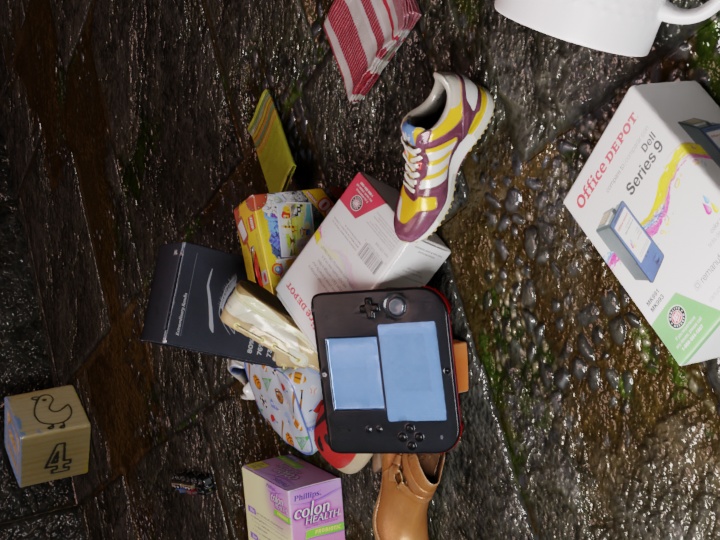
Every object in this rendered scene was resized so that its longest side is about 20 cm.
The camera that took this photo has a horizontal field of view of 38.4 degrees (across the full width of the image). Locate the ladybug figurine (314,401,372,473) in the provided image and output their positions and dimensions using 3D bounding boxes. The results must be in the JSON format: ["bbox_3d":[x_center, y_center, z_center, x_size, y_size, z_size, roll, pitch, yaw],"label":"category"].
[{"bbox_3d":[-0.018,0.212,1.453,0.200,0.071,0.137,121,158,-56],"label":"ladybug figurine"}]

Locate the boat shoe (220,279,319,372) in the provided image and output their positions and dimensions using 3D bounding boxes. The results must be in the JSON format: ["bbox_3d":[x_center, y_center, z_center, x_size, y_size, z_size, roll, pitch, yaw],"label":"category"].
[{"bbox_3d":[-0.095,0.092,1.362,0.067,0.199,0.074,-50,11,14],"label":"boat shoe"}]

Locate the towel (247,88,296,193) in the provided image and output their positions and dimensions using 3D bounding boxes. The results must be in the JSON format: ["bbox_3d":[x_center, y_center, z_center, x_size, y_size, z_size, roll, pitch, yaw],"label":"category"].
[{"bbox_3d":[-0.140,-0.194,1.616,0.201,0.018,0.086,-111,35,-43],"label":"towel"}]

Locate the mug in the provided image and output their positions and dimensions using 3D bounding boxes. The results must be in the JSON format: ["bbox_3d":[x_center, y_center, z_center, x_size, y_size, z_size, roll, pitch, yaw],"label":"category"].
[{"bbox_3d":[0.233,-0.284,0.887,0.199,0.147,0.177,26,115,21],"label":"mug"}]

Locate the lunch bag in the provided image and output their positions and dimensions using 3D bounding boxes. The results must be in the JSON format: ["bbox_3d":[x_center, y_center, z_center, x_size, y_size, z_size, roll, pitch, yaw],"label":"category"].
[{"bbox_3d":[-0.106,0.188,1.607,0.199,0.075,0.162,17,127,57],"label":"lunch bag"}]

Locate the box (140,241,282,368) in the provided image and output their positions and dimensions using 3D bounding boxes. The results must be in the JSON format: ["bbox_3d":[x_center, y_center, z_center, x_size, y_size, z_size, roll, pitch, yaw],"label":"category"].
[{"bbox_3d":[-0.202,0.052,1.510,0.104,0.198,0.150,-2,74,59],"label":"box"}]

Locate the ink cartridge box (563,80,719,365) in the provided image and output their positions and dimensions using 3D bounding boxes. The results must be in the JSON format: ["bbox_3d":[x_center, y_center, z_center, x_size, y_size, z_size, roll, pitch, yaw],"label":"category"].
[{"bbox_3d":[0.282,-0.044,0.891,0.201,0.087,0.146,63,146,33],"label":"ink cartridge box"}]

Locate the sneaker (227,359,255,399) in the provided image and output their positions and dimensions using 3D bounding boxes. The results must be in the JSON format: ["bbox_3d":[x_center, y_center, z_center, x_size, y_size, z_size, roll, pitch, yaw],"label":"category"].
[{"bbox_3d":[-0.190,0.133,1.758,0.201,0.086,0.075,62,147,33],"label":"sneaker"}]

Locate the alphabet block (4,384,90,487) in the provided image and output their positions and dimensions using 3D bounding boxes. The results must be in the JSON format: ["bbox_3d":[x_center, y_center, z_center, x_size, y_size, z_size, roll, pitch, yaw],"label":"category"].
[{"bbox_3d":[-0.900,0.473,2.966,0.196,0.198,0.198,49,137,42],"label":"alphabet block"}]

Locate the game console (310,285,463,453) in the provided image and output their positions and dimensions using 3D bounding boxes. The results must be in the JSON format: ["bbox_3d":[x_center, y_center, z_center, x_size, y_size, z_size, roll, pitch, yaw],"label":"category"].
[{"bbox_3d":[0.031,0.121,1.241,0.175,0.031,0.202,-5,96,18],"label":"game console"}]

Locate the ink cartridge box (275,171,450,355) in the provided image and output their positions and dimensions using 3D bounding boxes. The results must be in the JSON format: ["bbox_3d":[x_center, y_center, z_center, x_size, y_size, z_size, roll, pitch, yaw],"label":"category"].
[{"bbox_3d":[0.000,0.000,1.323,0.201,0.085,0.148,-54,48,19],"label":"ink cartridge box"}]

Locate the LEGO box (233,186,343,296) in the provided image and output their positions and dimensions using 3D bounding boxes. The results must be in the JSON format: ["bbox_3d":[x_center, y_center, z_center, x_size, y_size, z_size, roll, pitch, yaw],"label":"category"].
[{"bbox_3d":[-0.082,-0.008,1.472,0.077,0.148,0.202,-28,73,59],"label":"LEGO box"}]

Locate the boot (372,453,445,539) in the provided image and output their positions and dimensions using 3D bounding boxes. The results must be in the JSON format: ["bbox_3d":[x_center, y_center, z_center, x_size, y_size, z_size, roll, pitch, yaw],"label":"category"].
[{"bbox_3d":[0.071,0.295,1.346,0.155,0.073,0.202,135,125,-59],"label":"boot"}]

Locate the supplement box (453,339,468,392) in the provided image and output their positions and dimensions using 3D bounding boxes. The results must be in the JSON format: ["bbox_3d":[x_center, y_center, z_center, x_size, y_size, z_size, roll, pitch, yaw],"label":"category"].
[{"bbox_3d":[0.057,0.114,1.342,0.199,0.066,0.070,6,102,59],"label":"supplement box"}]

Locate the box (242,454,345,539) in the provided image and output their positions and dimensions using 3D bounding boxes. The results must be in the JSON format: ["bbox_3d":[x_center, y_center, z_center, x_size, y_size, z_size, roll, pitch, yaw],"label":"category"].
[{"bbox_3d":[-0.106,0.421,1.669,0.175,0.096,0.202,6,103,60],"label":"box"}]

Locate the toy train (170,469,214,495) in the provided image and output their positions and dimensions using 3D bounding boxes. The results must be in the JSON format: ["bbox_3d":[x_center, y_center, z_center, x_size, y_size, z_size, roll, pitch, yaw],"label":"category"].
[{"bbox_3d":[-0.353,0.449,2.174,0.199,0.034,0.046,-13,98,60],"label":"toy train"}]

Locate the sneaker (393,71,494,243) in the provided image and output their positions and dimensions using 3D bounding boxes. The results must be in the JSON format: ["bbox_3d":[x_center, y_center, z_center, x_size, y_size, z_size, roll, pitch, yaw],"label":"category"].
[{"bbox_3d":[0.071,-0.130,1.179,0.075,0.090,0.202,36,106,48],"label":"sneaker"}]

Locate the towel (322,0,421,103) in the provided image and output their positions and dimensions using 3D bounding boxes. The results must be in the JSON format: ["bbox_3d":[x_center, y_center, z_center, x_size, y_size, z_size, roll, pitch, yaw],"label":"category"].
[{"bbox_3d":[0.008,-0.334,1.366,0.200,0.023,0.145,-48,55,54],"label":"towel"}]
